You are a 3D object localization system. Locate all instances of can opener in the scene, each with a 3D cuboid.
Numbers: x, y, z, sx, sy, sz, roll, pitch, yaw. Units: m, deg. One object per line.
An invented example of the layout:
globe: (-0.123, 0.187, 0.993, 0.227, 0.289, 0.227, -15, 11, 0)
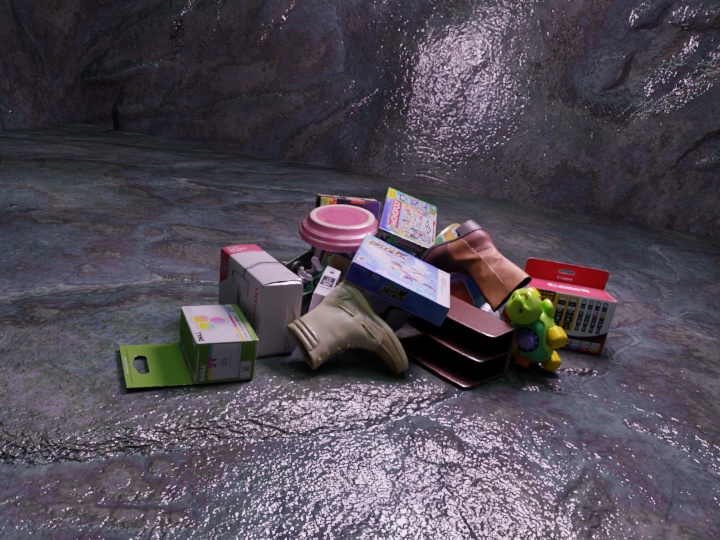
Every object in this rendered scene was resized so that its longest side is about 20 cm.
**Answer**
can opener: (-0.114, -0.038, 1.412, 0.199, 0.054, 0.067, -33, 24, -24)

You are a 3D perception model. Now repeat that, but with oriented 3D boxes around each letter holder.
letter holder: (0.177, 0.131, 1.095, 0.141, 0.102, 0.199, -10, 26, -40)

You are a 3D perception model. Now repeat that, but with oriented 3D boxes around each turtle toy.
turtle toy: (0.334, 0.111, 1.117, 0.100, 0.201, 0.147, -14, 46, -6)

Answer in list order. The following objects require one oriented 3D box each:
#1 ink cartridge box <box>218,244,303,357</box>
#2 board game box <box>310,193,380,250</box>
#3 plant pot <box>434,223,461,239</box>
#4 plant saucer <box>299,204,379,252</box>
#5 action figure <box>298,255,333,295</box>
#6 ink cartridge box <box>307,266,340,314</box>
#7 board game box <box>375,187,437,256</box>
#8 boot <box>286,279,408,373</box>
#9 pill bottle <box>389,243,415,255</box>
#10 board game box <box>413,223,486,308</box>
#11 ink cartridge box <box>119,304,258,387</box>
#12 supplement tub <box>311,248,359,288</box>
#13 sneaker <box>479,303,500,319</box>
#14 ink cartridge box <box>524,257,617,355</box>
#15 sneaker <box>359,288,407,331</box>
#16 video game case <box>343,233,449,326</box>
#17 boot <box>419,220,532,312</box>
ink cartridge box: (-0.196, 0.052, 1.065, 0.082, 0.148, 0.199, -5, 23, -34)
board game box: (-0.043, -0.092, 1.475, 0.163, 0.203, 0.057, 2, 15, -17)
plant pot: (0.270, 0.017, 1.391, 0.199, 0.189, 0.186, 38, 30, 25)
plant saucer: (-0.043, -0.105, 1.297, 0.198, 0.051, 0.201, 4, 27, -2)
action figure: (-0.131, 0.031, 1.185, 0.055, 0.200, 0.118, 45, 61, -3)
ink cartridge box: (-0.077, 0.059, 1.175, 0.039, 0.101, 0.200, 16, 20, -1)
board game box: (0.112, -0.116, 1.317, 0.133, 0.029, 0.201, 22, 36, -6)
boot: (-0.022, 0.136, 1.006, 0.155, 0.201, 0.073, -37, -4, -24)
pill bottle: (0.094, -0.055, 1.436, 0.109, 0.203, 0.111, 8, 18, -3)
board game box: (0.218, 0.004, 1.259, 0.200, 0.152, 0.040, 53, 0, 42)
ink cartridge box: (-0.287, 0.122, 0.929, 0.198, 0.077, 0.148, 1, 20, -29)
supplement tub: (0.000, 0.000, 1.315, 0.198, 0.147, 0.144, 19, 21, 27)
sneaker: (0.212, 0.097, 1.261, 0.198, 0.075, 0.087, 14, 31, 22)
ink cartridge box: (0.457, 0.079, 1.259, 0.197, 0.178, 0.084, 9, 18, 0)
sneaker: (-0.004, 0.075, 1.142, 0.198, 0.075, 0.116, -1, 51, -36)
video game case: (0.079, 0.012, 1.091, 0.198, 0.046, 0.182, 26, 21, -1)
boot: (0.231, 0.016, 1.186, 0.187, 0.069, 0.201, -35, 55, -1)
